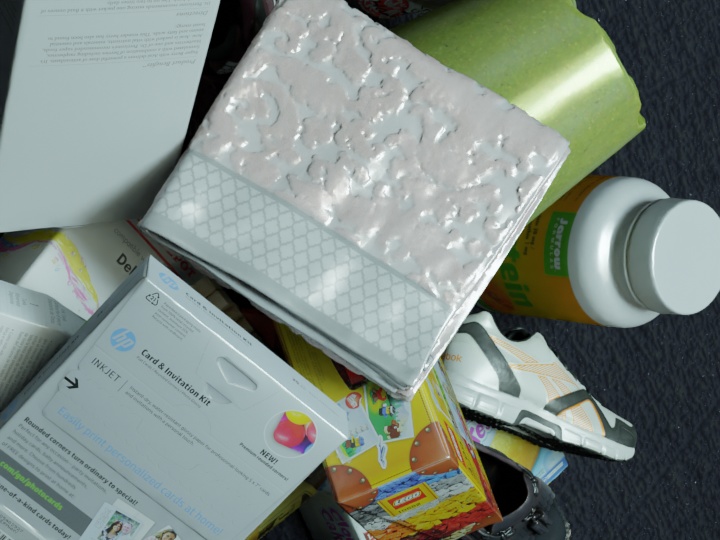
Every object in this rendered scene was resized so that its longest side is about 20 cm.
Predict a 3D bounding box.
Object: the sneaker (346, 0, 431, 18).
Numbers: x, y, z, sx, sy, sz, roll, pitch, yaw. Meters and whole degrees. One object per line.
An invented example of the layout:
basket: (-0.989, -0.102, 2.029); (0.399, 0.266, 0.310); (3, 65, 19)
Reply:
sneaker: (0.081, -0.250, 1.464); (0.201, 0.108, 0.067); (-45, 120, -28)

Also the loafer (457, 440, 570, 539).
loafer: (0.090, 0.163, 1.453); (0.200, 0.063, 0.072); (35, 72, -35)

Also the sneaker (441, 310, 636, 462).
sneaker: (0.136, 0.087, 1.480); (0.200, 0.074, 0.080); (25, 75, -38)

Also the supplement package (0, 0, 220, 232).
supplement package: (-0.170, -0.136, 1.189); (0.121, 0.120, 0.200); (-6, 138, -27)

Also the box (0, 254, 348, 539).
box: (-0.131, 0.112, 1.185); (0.156, 0.041, 0.200); (39, 106, -16)

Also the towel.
towel: (-0.004, -0.051, 1.205); (0.200, 0.032, 0.191); (32, 77, 0)

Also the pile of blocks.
pile of blocks: (-0.060, 0.068, 1.312); (0.062, 0.082, 0.200); (-38, 139, 5)

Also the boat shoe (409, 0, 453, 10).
boat shoe: (-0.007, -0.227, 1.356); (0.200, 0.066, 0.074); (14, 90, 3)

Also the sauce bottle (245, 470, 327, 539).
sauce bottle: (-0.066, 0.144, 1.409); (0.200, 0.065, 0.065); (-36, 115, -30)

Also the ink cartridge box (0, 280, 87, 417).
ink cartridge box: (-0.197, 0.095, 1.228); (0.200, 0.050, 0.161); (19, 115, -25)

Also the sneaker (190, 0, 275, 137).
sneaker: (-0.085, -0.112, 1.325); (0.076, 0.116, 0.200); (-10, 90, 3)

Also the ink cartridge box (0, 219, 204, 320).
ink cartridge box: (-0.173, 0.009, 1.305); (0.117, 0.067, 0.200); (49, 64, -31)

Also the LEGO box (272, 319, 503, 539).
LEGO box: (0.008, 0.067, 1.292); (0.149, 0.077, 0.200); (53, 15, -63)

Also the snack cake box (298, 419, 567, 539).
snack cake box: (0.053, 0.152, 1.507); (0.200, 0.067, 0.115); (-38, 118, -31)

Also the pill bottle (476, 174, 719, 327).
pill bottle: (0.170, -0.016, 1.500); (0.111, 0.200, 0.111); (-4, 96, -39)

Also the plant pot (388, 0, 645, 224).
plant pot: (0.078, -0.100, 1.322); (0.184, 0.200, 0.200); (-31, 117, 1)
